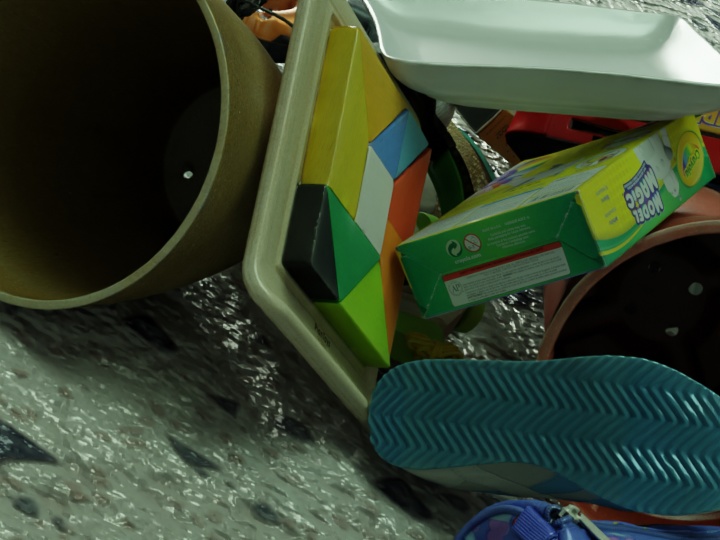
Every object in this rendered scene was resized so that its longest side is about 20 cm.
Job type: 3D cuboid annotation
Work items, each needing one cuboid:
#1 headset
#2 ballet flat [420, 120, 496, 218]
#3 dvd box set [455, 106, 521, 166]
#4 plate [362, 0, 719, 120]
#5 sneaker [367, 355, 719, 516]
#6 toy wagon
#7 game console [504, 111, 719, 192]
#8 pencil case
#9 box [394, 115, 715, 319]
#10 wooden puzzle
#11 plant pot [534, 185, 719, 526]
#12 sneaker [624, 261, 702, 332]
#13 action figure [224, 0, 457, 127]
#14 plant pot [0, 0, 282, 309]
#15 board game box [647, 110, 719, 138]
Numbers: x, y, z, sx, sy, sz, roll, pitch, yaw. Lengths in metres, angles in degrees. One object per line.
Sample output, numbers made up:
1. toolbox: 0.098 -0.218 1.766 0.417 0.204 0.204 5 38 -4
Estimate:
1. headset: -0.018 -0.077 1.334 0.123 0.094 0.201 -30 86 -48
2. ballet flat: 0.034 -0.081 1.557 0.065 0.071 0.200 -8 34 -17
3. dvd box set: 0.103 -0.107 1.635 0.200 0.029 0.147 35 15 -51
4. plate: 0.102 -0.119 1.303 0.198 0.033 0.200 4 18 -6
5. sneaker: 0.108 0.082 1.183 0.198 0.077 0.081 8 -8 20
6. toy wagon: 0.000 0.000 1.352 0.154 0.040 0.200 17 28 -34
7. game console: 0.199 -0.052 1.484 0.198 0.031 0.177 15 -14 20
8. pencil case: 0.130 0.157 1.133 0.199 0.087 0.078 13 28 -42
9. box: 0.113 -0.036 1.261 0.200 0.117 0.049 -37 107 -56
10. wooden puzzle: -0.004 -0.039 1.185 0.037 0.202 0.185 -2 -24 18
11. plant pot: 0.187 0.042 1.334 0.200 0.202 0.195 29 14 -9
12. sneaker: 0.217 0.011 1.595 0.198 0.067 0.090 15 2 -9
13. action figure: -0.023 -0.139 1.446 0.192 0.105 0.200 30 20 -4
14. plant pot: -0.107 -0.068 1.196 0.186 0.187 0.200 41 12 21
15. board game box: 0.181 -0.092 1.473 0.198 0.030 0.096 18 -12 20
